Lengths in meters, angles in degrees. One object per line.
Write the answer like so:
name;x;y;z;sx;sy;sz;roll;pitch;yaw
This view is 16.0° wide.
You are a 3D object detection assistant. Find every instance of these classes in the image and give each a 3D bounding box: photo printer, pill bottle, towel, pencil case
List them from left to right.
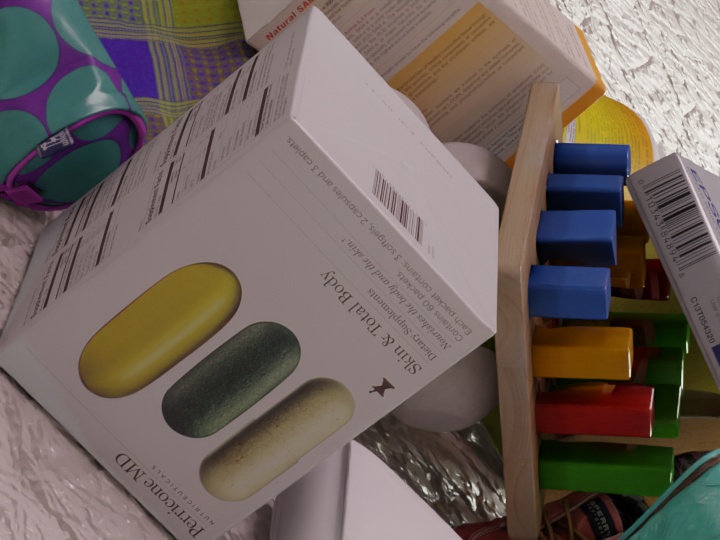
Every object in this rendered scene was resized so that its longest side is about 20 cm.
pencil case;-0.199;-0.132;1.376;0.200;0.092;0.085;57;-12;16
towel;-0.121;-0.108;1.490;0.143;0.023;0.200;4;37;-12
photo printer;0.019;0.198;1.328;0.166;0.069;0.200;47;20;-18
pill bottle;0.136;-0.080;1.804;0.200;0.109;0.109;18;39;-49

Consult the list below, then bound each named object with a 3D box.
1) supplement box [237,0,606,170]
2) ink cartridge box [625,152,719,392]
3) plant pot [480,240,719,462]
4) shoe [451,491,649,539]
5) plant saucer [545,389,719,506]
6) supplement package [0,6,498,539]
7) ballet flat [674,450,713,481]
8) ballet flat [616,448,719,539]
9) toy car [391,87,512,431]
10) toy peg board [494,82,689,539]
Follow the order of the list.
supplement box;0.037;-0.144;1.575;0.200;0.126;0.074;37;24;-32
ink cartridge box;0.242;0.034;1.556;0.200;0.043;0.197;12;52;-66
plant pot;0.191;0.039;1.745;0.187;0.200;0.188;47;32;-41
shoe;0.113;0.167;1.570;0.072;0.091;0.200;59;20;17
plant saucer;0.195;0.124;1.670;0.200;0.200;0.036;33;46;-45
supplement package;-0.053;0.005;1.298;0.152;0.200;0.151;46;20;-17
ballet flat;0.226;0.199;1.648;0.069;0.071;0.201;-104;-169;-57
ballet flat;0.157;0.186;1.472;0.067;0.200;0.070;4;48;-57
toy car;0.000;0.000;1.527;0.200;0.150;0.176;29;57;-42
toy peg board;0.142;0.024;1.526;0.200;0.097;0.200;-75;163;-52
